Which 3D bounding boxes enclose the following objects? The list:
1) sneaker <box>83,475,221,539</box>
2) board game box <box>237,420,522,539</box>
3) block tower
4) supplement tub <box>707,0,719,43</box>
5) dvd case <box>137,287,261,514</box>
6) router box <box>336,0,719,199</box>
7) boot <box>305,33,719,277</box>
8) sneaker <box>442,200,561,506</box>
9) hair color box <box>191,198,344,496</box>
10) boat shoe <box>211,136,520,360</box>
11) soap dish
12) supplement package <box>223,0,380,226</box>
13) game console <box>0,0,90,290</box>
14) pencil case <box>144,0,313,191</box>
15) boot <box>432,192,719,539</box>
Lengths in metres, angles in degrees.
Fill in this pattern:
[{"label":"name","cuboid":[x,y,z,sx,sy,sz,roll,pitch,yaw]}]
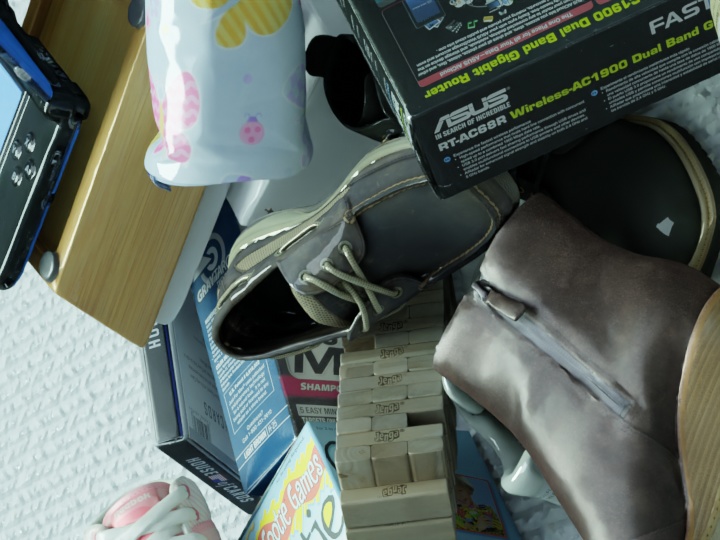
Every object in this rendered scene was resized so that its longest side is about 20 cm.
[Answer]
[{"label":"sneaker","cuboid":[-0.097,0.171,1.349,0.200,0.075,0.105,-117,2,-70]},{"label":"board game box","cuboid":[0.027,0.185,1.326,0.103,0.104,0.200,-59,40,34]},{"label":"block tower","cuboid":[0.020,0.051,1.331,0.200,0.057,0.054,-90,-8,-51]},{"label":"supplement tub","cuboid":[0.221,-0.061,1.028,0.144,0.144,0.201,-42,51,46]},{"label":"dvd case","cuboid":[-0.094,0.025,1.519,0.025,0.150,0.201,-15,66,13]},{"label":"router box","cuboid":[0.091,-0.139,1.210,0.062,0.199,0.150,66,179,-50]},{"label":"boot","cuboid":[0.070,-0.053,1.266,0.200,0.138,0.078,39,117,52]},{"label":"sneaker","cuboid":[0.073,0.031,1.297,0.075,0.086,0.201,-58,40,37]},{"label":"hair color box","cuboid":[-0.031,0.024,1.445,0.061,0.100,0.201,-48,47,41]},{"label":"boat shoe","cuboid":[0.000,0.000,1.270,0.200,0.074,0.074,-29,28,49]},{"label":"soap dish","cuboid":[-0.129,-0.085,1.406,0.157,0.081,0.201,45,120,49]},{"label":"supplement package","cuboid":[-0.026,-0.124,1.443,0.122,0.119,0.200,-59,40,30]},{"label":"game console","cuboid":[-0.234,-0.113,1.388,0.200,0.118,0.171,50,123,47]},{"label":"pencil case","cuboid":[-0.066,-0.139,1.269,0.091,0.083,0.201,-129,36,-67]},{"label":"boot","cuboid":[0.102,0.084,1.207,0.166,0.072,0.201,30,98,25]}]
